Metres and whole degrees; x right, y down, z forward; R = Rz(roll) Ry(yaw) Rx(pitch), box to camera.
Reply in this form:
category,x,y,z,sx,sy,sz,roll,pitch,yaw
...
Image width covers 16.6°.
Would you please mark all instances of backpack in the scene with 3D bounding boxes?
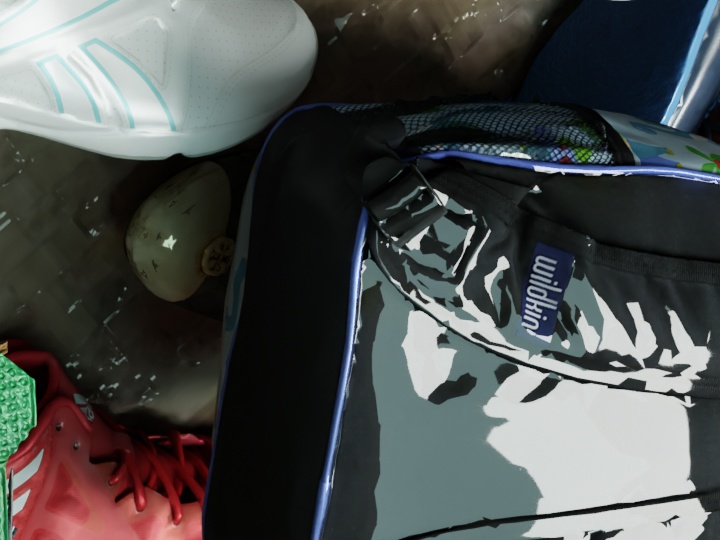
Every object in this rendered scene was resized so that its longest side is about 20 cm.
category,x,y,z,sx,sy,sz,roll,pitch,yaw
backpack,0.053,0.031,0.814,0.199,0.147,0.184,1,106,-26

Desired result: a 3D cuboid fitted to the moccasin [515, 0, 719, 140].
category,x,y,z,sx,sy,sz,roll,pitch,yaw
moccasin,0.123,-0.082,0.904,0.068,0.080,0.200,20,109,-46

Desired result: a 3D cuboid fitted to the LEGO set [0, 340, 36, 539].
category,x,y,z,sx,sy,sz,roll,pitch,yaw
LEGO set,-0.179,0.095,0.775,0.153,0.116,0.201,-20,117,-28

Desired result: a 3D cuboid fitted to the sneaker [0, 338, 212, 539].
category,x,y,z,sx,sy,sz,roll,pitch,yaw
sneaker,-0.076,0.076,0.866,0.199,0.078,0.116,-18,133,-30

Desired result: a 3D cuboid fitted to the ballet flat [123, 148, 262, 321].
category,x,y,z,sx,sy,sz,roll,pitch,yaw
ballet flat,0.000,0.000,0.883,0.199,0.057,0.067,12,114,-44

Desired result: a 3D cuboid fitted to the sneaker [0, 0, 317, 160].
category,x,y,z,sx,sy,sz,roll,pitch,yaw
sneaker,-0.091,-0.080,0.736,0.199,0.070,0.081,-3,121,-37
